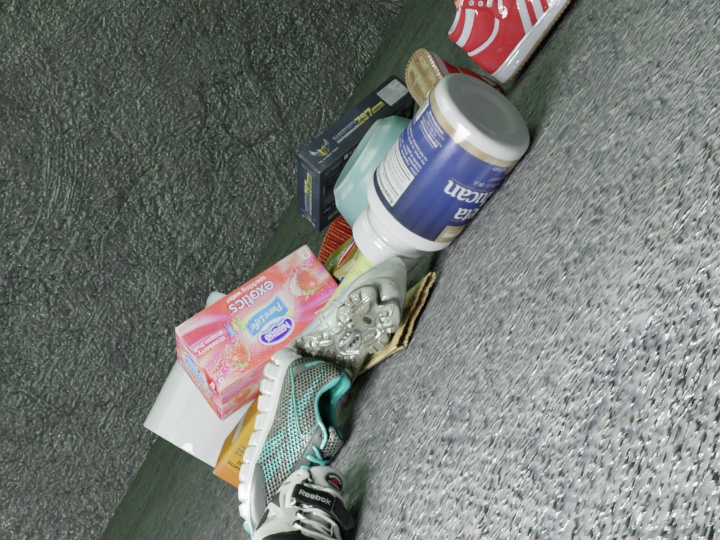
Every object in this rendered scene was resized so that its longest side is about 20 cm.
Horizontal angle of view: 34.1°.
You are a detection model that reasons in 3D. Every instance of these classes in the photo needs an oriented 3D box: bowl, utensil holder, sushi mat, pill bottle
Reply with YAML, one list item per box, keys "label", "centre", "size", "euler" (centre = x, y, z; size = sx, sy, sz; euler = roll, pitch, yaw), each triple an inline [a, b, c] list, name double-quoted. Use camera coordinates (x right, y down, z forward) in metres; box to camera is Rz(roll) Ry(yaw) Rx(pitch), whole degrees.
- label: "bowl"
  centre: [0.037, -0.126, 1.569]
  size: [0.202, 0.104, 0.201]
  euler: [-55, 9, 13]
- label: "utensil holder"
  centre: [-0.176, 0.157, 1.573]
  size: [0.202, 0.168, 0.170]
  euler: [-60, 9, -12]
- label: "sushi mat"
  centre: [0.023, 0.070, 1.257]
  size: [0.097, 0.012, 0.200]
  euler: [-64, 10, -26]
- label: "pill bottle"
  centre: [0.075, -0.092, 1.205]
  size: [0.201, 0.110, 0.112]
  euler: [-52, 10, 34]

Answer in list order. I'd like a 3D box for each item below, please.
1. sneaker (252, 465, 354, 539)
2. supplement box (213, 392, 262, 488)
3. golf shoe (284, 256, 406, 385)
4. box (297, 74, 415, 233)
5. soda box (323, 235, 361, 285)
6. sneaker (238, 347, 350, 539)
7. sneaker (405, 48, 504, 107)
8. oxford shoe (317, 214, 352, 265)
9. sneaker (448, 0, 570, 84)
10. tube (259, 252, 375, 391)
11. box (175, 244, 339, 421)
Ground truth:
- label: "sneaker"
  centre: [-0.045, 0.203, 0.966]
  size: [0.089, 0.073, 0.200]
  euler: [-60, 9, -5]
- label: "supplement box"
  centre: [-0.098, 0.176, 1.396]
  size: [0.201, 0.066, 0.069]
  euler: [-54, 9, 28]
- label: "golf shoe"
  centre: [-0.012, 0.060, 1.233]
  size: [0.200, 0.078, 0.098]
  euler: [-39, 15, 41]
- label: "box"
  centre: [-0.007, -0.167, 1.694]
  size: [0.200, 0.051, 0.158]
  euler: [-41, -21, -21]
- label: "soda box"
  centre: [0.000, 0.000, 1.464]
  size: [0.068, 0.064, 0.200]
  euler: [-60, 8, -21]
- label: "sneaker"
  centre: [-0.061, 0.177, 1.160]
  size: [0.077, 0.090, 0.204]
  euler: [36, -119, -61]
- label: "sneaker"
  centre: [0.130, -0.178, 1.399]
  size: [0.071, 0.111, 0.202]
  euler: [-48, 42, 33]
- label: "oxford shoe"
  centre: [0.004, -0.061, 1.699]
  size: [0.201, 0.071, 0.073]
  euler: [-54, -10, -20]
- label: "sneaker"
  centre: [0.183, -0.330, 1.371]
  size: [0.201, 0.112, 0.071]
  euler: [-55, 9, 21]
- label: "tube"
  centre: [-0.028, 0.072, 1.298]
  size: [0.201, 0.052, 0.058]
  euler: [-56, 29, 0]
- label: "box"
  centre: [-0.117, 0.076, 1.429]
  size: [0.198, 0.103, 0.095]
  euler: [-32, -20, -21]
